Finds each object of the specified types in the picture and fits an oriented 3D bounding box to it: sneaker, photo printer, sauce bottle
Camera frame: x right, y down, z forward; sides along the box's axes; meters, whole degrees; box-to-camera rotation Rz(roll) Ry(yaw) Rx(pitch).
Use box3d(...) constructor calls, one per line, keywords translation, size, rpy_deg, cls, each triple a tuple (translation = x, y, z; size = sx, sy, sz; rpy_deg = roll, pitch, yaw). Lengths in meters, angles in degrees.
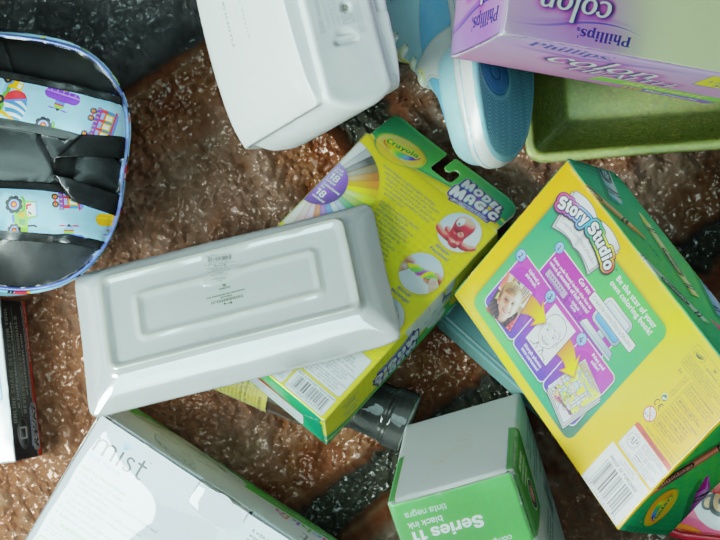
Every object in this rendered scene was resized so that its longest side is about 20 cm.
box3d(translation=(0.036, -0.145, 1.270), size=(0.130, 0.079, 0.202), rpy_deg=(-19, 66, 30), cls="sneaker")
box3d(translation=(-0.050, -0.166, 1.244), size=(0.069, 0.200, 0.168), rpy_deg=(-14, 90, -19), cls="photo printer")
box3d(translation=(-0.058, 0.063, 1.306), size=(0.199, 0.065, 0.065), rpy_deg=(25, 92, 6), cls="sauce bottle")

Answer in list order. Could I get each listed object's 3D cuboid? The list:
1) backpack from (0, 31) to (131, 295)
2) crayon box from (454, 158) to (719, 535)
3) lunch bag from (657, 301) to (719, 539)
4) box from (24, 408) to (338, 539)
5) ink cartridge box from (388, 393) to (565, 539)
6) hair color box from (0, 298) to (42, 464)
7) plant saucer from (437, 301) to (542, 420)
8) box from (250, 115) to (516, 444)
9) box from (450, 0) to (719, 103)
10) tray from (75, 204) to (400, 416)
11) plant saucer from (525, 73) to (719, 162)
box3d(translation=(-0.242, -0.067, 1.289), size=(0.198, 0.135, 0.184), rpy_deg=(5, 83, 7), cls="backpack")
box3d(translation=(0.155, 0.044, 1.189), size=(0.119, 0.058, 0.201), rpy_deg=(-50, 54, 24), cls="crayon box")
box3d(translation=(0.277, 0.116, 1.259), size=(0.198, 0.082, 0.178), rpy_deg=(7, 94, 9), cls="lunch bag")
box3d(translation=(-0.124, 0.216, 1.296), size=(0.199, 0.097, 0.177), rpy_deg=(31, 93, 7), cls="box")
box3d(translation=(0.089, 0.199, 1.223), size=(0.082, 0.147, 0.202), rpy_deg=(-16, 102, 10), cls="ink cartridge box")
box3d(translation=(-0.325, 0.086, 1.340), size=(0.198, 0.064, 0.112), rpy_deg=(-7, 87, 8), cls="hair color box")
box3d(translation=(0.129, 0.062, 1.260), size=(0.070, 0.019, 0.200), rpy_deg=(-51, 55, 4), cls="plant saucer")
box3d(translation=(0.000, 0.000, 1.273), size=(0.117, 0.048, 0.200), rpy_deg=(38, 72, 17), cls="box")
box3d(translation=(0.160, -0.217, 1.176), size=(0.174, 0.097, 0.202), rpy_deg=(8, 85, -15), cls="box")
box3d(translation=(-0.081, 0.019, 1.225), size=(0.198, 0.022, 0.108), rpy_deg=(-14, 55, 2), cls="tray")
box3d(translation=(0.201, -0.176, 1.284), size=(0.198, 0.048, 0.202), rpy_deg=(-4, 89, 8), cls="plant saucer")
